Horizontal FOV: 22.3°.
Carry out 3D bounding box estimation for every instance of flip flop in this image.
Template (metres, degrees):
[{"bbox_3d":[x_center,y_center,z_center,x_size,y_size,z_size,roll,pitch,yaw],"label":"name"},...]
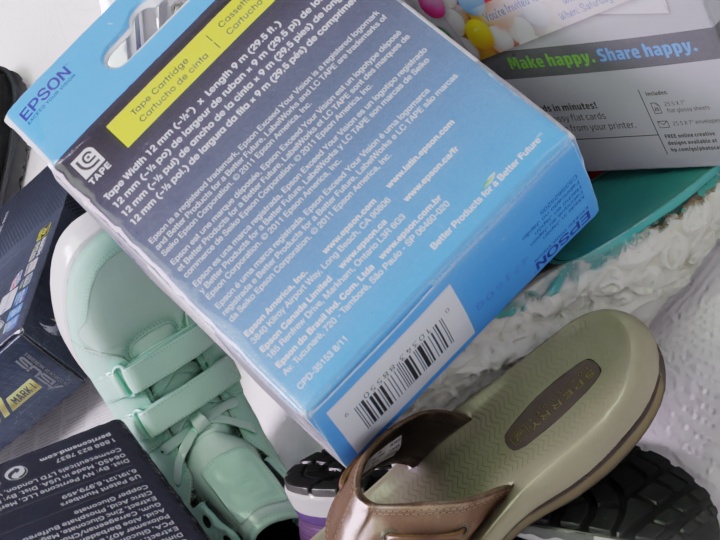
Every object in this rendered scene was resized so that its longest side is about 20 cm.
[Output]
[{"bbox_3d":[0.027,0.082,0.672,0.200,0.058,0.081,-42,39,2],"label":"flip flop"}]

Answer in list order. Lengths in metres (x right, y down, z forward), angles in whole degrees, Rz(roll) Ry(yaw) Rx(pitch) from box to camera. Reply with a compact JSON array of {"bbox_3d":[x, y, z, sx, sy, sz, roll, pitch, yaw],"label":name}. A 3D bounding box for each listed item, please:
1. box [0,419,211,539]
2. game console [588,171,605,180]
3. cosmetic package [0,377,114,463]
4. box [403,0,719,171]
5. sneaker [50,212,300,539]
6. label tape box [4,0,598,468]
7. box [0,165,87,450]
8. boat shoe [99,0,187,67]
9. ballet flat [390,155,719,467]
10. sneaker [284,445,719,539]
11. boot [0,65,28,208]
[{"bbox_3d":[-0.106,0.208,0.792,0.200,0.116,0.198,41,143,51],"label":"box"},{"bbox_3d":[0.075,-0.125,0.856,0.199,0.119,0.173,-17,31,47],"label":"game console"},{"bbox_3d":[-0.156,0.087,1.033,0.199,0.050,0.083,-25,52,44],"label":"cosmetic package"},{"bbox_3d":[0.067,-0.129,0.701,0.155,0.201,0.041,1,38,45],"label":"box"},{"bbox_3d":[-0.070,0.065,0.849,0.073,0.202,0.118,-34,35,-20],"label":"sneaker"},{"bbox_3d":[-0.027,-0.043,0.721,0.143,0.066,0.200,-45,59,-6],"label":"label tape box"},{"bbox_3d":[-0.206,0.027,1.057,0.157,0.051,0.201,-38,25,29],"label":"box"},{"bbox_3d":[-0.087,-0.107,0.878,0.074,0.066,0.202,-78,-20,-72],"label":"boat shoe"},{"bbox_3d":[0.076,0.015,0.742,0.199,0.072,0.072,-30,46,4],"label":"ballet flat"},{"bbox_3d":[0.061,0.121,0.744,0.199,0.075,0.089,1,108,41],"label":"sneaker"},{"bbox_3d":[-0.318,-0.089,1.192,0.065,0.199,0.167,-26,55,43],"label":"boot"}]
